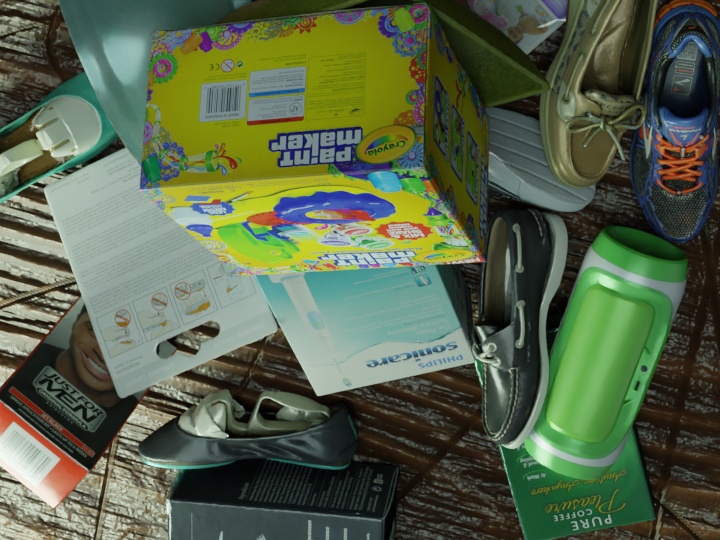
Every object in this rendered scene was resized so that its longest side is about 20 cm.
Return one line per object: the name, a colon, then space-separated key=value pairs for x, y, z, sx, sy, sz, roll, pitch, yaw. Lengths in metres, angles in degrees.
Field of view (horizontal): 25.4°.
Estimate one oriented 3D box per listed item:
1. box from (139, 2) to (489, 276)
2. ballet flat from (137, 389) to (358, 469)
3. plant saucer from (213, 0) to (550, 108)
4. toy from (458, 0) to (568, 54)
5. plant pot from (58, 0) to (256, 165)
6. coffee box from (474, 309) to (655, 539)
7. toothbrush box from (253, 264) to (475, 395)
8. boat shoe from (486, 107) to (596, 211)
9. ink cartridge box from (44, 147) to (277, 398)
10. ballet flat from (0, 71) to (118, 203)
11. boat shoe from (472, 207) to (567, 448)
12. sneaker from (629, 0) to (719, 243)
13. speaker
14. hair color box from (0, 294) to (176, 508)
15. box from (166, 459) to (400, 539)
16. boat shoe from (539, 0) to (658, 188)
box: x=-0.025 y=-0.086 z=1.141 sx=0.200 sy=0.193 sz=0.122 roll=-4 pitch=71 yaw=17
ballet flat: x=-0.102 y=0.140 z=1.441 sx=0.200 sy=0.073 sz=0.073 roll=1 pitch=110 yaw=1
plant saucer: x=0.006 y=-0.164 z=1.175 sx=0.200 sy=0.200 sz=0.048 roll=-12 pitch=68 yaw=35
toy: x=0.079 y=-0.199 z=1.300 sx=0.200 sy=0.047 sz=0.115 roll=-41 pitch=99 yaw=19
plant pot: x=-0.140 y=-0.194 z=1.264 sx=0.134 sy=0.200 sz=0.200 roll=-22 pitch=106 yaw=5
coffee box: x=0.180 y=0.136 z=1.409 sx=0.123 sy=0.044 sz=0.200 roll=-15 pitch=106 yaw=12
toothbrush box: x=0.000 y=0.000 z=1.327 sx=0.146 sy=0.085 sz=0.200 roll=-14 pitch=132 yaw=14
boat shoe: x=0.097 y=-0.095 z=1.329 sx=0.200 sy=0.072 sz=0.071 roll=23 pitch=143 yaw=-11
ink cartridge box: x=-0.164 y=-0.013 z=1.367 sx=0.162 sy=0.050 sz=0.200 roll=-24 pitch=83 yaw=16
ballet flat: x=-0.275 y=-0.107 z=1.374 sx=0.200 sy=0.070 sz=0.067 roll=-29 pitch=103 yaw=17
boat shoe: x=0.122 y=0.047 z=1.321 sx=0.060 sy=0.074 sz=0.200 roll=7 pitch=97 yaw=-30
sneaker: x=0.255 y=-0.115 z=1.288 sx=0.075 sy=0.078 sz=0.200 roll=-1 pitch=110 yaw=9
speaker: x=0.201 y=0.068 z=1.316 sx=0.088 sy=0.088 sz=0.200 roll=18 pitch=109 yaw=2
hair color box: x=-0.245 y=0.102 z=1.373 sx=0.101 sy=0.200 sz=0.061 roll=40 pitch=121 yaw=-8
box: x=-0.070 y=0.256 z=1.459 sx=0.200 sy=0.104 sz=0.148 roll=5 pitch=111 yaw=7
boat shoe: x=0.193 y=-0.160 z=1.271 sx=0.073 sy=0.063 sz=0.200 roll=-3 pitch=108 yaw=-28
